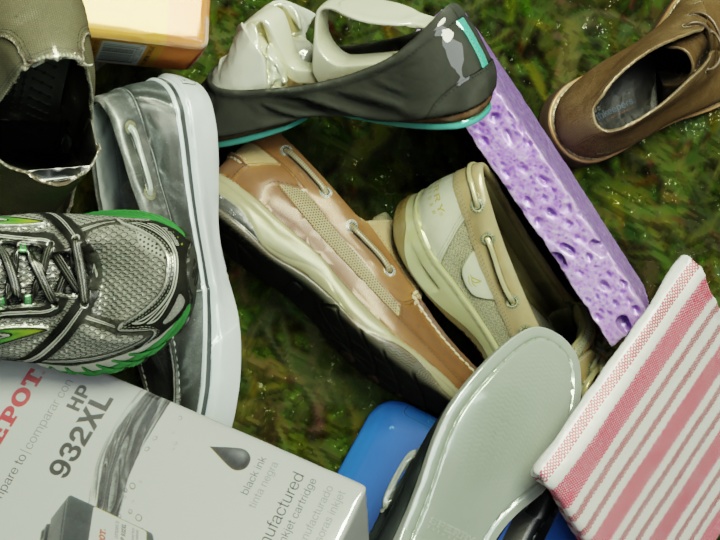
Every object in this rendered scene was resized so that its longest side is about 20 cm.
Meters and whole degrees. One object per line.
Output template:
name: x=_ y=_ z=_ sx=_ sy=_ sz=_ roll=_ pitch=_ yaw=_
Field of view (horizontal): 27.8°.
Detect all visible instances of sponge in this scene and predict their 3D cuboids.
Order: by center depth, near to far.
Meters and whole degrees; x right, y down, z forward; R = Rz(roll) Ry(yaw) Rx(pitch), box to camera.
sponge: x=0.097 y=-0.058 z=0.823 sx=0.030 sy=0.112 sz=0.201 roll=-34 pitch=95 yaw=13

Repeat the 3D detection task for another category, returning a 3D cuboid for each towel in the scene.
towel: x=0.165 y=0.103 z=0.810 sx=0.147 sy=0.030 sz=0.201 roll=-52 pitch=137 yaw=-17

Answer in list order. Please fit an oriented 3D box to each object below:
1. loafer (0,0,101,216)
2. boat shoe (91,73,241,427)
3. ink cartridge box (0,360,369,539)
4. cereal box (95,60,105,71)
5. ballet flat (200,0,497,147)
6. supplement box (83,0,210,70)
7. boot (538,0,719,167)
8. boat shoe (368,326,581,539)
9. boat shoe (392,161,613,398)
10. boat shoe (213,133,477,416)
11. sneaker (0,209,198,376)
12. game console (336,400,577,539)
loafer: x=-0.168 y=-0.061 z=0.708 sx=0.074 sy=0.201 sz=0.070 roll=-11 pitch=55 yaw=-24
boat shoe: x=-0.112 y=0.001 z=0.762 sx=0.070 sy=0.072 sz=0.203 roll=-11 pitch=99 yaw=-36
ink cartridge box: x=-0.113 y=0.141 z=0.705 sx=0.198 sy=0.084 sz=0.146 roll=21 pitch=63 yaw=13
cereal box: x=-0.187 y=-0.167 z=0.787 sx=0.200 sy=0.039 sz=0.144 roll=-41 pitch=97 yaw=-15
ballet flat: x=-0.021 y=-0.109 z=0.763 sx=0.068 sy=0.198 sz=0.069 roll=-51 pitch=131 yaw=-50
supplement box: x=-0.177 y=-0.147 z=0.735 sx=0.197 sy=0.069 sz=0.068 roll=5 pitch=85 yaw=-18
boot: x=0.203 y=-0.129 z=0.878 sx=0.199 sy=0.075 sz=0.074 roll=-35 pitch=93 yaw=-17
boat shoe: x=0.048 y=0.119 z=0.765 sx=0.075 sy=0.060 sz=0.201 roll=38 pitch=75 yaw=-15
boat shoe: x=0.101 y=0.025 z=0.816 sx=0.201 sy=0.063 sz=0.073 roll=49 pitch=33 yaw=-18
boat shoe: x=0.000 y=0.000 z=0.809 sx=0.200 sy=0.076 sz=0.074 roll=42 pitch=73 yaw=-9
sneaker: x=-0.171 y=0.010 z=0.677 sx=0.197 sy=0.085 sz=0.079 roll=-5 pitch=81 yaw=10
game console: x=0.047 y=0.206 z=0.832 sx=0.169 sy=0.118 sz=0.201 roll=25 pitch=76 yaw=20
